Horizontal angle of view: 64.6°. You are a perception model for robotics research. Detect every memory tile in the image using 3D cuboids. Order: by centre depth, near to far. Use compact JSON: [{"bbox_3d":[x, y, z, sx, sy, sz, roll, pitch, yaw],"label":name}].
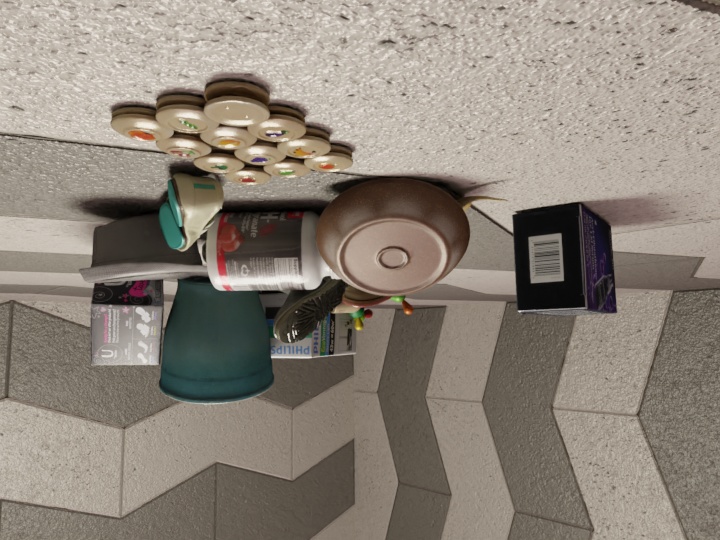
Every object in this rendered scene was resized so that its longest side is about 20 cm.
[{"bbox_3d":[-0.105,-0.113,0.514,0.151,0.017,0.199,-4,172,24],"label":"memory tile"}]

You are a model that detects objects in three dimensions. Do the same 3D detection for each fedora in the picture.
[{"bbox_3d":[-0.307,-0.033,0.833,0.197,0.092,0.175,-4,178,-38],"label":"fedora"}]

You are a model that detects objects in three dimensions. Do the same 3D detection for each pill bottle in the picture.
[{"bbox_3d":[-0.110,-0.028,0.813,0.196,0.113,0.111,-1,173,2],"label":"pill bottle"}]

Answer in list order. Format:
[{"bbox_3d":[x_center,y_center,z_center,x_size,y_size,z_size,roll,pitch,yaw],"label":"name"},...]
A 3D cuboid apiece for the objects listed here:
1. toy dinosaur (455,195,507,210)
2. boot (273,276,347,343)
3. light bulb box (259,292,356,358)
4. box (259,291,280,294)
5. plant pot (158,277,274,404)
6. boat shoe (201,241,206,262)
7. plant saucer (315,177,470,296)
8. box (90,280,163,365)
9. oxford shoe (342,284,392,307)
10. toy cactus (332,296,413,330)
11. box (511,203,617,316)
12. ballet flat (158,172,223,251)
[{"bbox_3d":[0.108,-0.076,0.760,0.099,0.059,0.200,-16,172,-15],"label":"toy dinosaur"},{"bbox_3d":[-0.133,0.018,0.897,0.198,0.074,0.181,27,-141,25],"label":"boot"},{"bbox_3d":[-0.133,0.112,1.167,0.195,0.128,0.199,-3,173,24],"label":"light bulb box"},{"bbox_3d":[-0.132,0.010,1.230,0.162,0.088,0.198,6,170,-43],"label":"box"},{"bbox_3d":[-0.246,0.101,0.986,0.196,0.192,0.200,3,-170,-1],"label":"plant pot"},{"bbox_3d":[-0.193,-0.021,1.039,0.196,0.074,0.062,3,175,-6],"label":"boat shoe"},{"bbox_3d":[0.041,-0.027,0.716,0.196,0.037,0.202,1,139,1],"label":"plant saucer"},{"bbox_3d":[-0.407,0.052,1.001,0.113,0.134,0.201,2,-148,-22],"label":"box"},{"bbox_3d":[0.031,-0.011,0.866,0.069,0.076,0.200,12,-150,25],"label":"oxford shoe"},{"bbox_3d":[0.012,0.061,1.108,0.163,0.104,0.200,-11,165,-35],"label":"toy cactus"},{"bbox_3d":[0.319,-0.007,0.881,0.103,0.151,0.198,-6,172,35],"label":"box"},{"bbox_3d":[-0.203,-0.070,0.694,0.068,0.071,0.199,2,172,-23],"label":"ballet flat"}]
